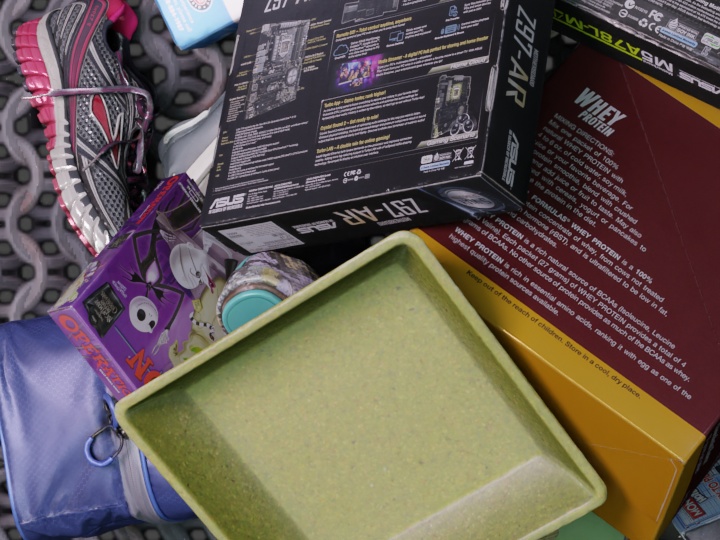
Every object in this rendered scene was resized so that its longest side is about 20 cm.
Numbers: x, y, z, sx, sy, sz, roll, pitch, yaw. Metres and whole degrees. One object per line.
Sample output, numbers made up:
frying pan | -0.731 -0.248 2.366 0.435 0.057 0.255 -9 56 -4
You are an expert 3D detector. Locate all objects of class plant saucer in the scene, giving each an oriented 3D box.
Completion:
plant saucer | 0.002 0.088 1.199 0.199 0.048 0.200 -31 113 18

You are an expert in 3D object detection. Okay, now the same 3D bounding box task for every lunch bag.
lunch bag | -0.135 0.087 1.324 0.131 0.200 0.137 -10 87 7

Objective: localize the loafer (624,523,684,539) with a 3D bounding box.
loafer | 0.190 0.162 1.344 0.072 0.063 0.201 33 99 -13

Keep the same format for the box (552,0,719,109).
box | 0.172 -0.213 1.250 0.199 0.048 0.194 27 71 21

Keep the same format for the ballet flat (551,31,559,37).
ballet flat | 0.113 -0.182 1.330 0.067 0.067 0.200 44 99 -4

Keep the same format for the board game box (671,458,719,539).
board game box | 0.274 0.169 1.301 0.198 0.062 0.202 -8 113 -9

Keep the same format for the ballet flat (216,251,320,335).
ballet flat | -0.004 0.062 1.256 0.072 0.072 0.201 -37 111 10

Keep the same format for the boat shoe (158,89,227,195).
boat shoe | -0.051 -0.119 1.356 0.200 0.073 0.062 -46 53 14

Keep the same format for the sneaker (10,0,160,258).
sneaker | -0.153 -0.079 1.352 0.074 0.081 0.202 -23 73 8

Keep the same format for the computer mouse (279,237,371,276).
computer mouse | 0.000 0.000 1.361 0.139 0.046 0.202 -13 98 -11

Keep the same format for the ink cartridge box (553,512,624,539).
ink cartridge box | 0.107 0.076 1.310 0.144 0.048 0.201 15 59 6

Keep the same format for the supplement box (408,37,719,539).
supplement box | 0.151 0.007 1.246 0.197 0.133 0.200 35 67 16

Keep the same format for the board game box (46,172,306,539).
board game box | -0.080 0.059 1.251 0.032 0.120 0.201 -10 123 49

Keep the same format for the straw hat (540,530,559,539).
straw hat | 0.059 0.134 1.356 0.199 0.085 0.203 1 95 9

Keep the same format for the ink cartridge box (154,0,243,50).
ink cartridge box | -0.043 -0.230 1.346 0.199 0.067 0.117 -25 91 10

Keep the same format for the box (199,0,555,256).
box | 0.009 -0.100 1.212 0.199 0.043 0.162 -10 61 37
